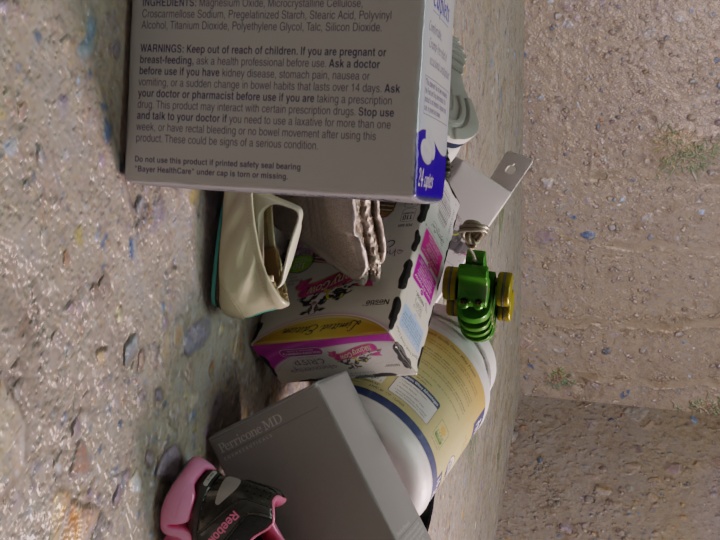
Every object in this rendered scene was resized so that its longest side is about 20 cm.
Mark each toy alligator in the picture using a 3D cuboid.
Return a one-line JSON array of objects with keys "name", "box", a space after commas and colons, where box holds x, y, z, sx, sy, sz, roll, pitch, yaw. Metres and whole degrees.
[{"name": "toy alligator", "box": [0.100, 0.022, 0.880, 0.200, 0.059, 0.054, 66, 32, -66]}]

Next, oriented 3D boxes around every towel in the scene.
[{"name": "towel", "box": [-0.039, -0.088, 0.784, 0.034, 0.133, 0.200, -32, 133, -27]}]

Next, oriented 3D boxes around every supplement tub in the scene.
[{"name": "supplement tub", "box": [0.034, 0.128, 0.933, 0.200, 0.144, 0.145, -43, 138, -50]}]

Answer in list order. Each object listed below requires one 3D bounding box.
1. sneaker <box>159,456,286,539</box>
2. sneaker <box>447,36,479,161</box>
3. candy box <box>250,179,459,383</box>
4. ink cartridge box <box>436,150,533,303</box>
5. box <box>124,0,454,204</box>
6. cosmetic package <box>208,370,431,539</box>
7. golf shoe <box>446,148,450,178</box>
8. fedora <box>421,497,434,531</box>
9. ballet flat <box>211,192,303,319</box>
[{"name": "sneaker", "box": [-0.086, 0.230, 0.736, 0.079, 0.095, 0.200, -65, 157, -59]}, {"name": "sneaker", "box": [0.051, -0.162, 0.920, 0.200, 0.076, 0.081, -90, -156, -45]}, {"name": "candy box", "box": [0.000, 0.000, 0.896, 0.061, 0.136, 0.200, 57, 37, -39]}, {"name": "ink cartridge box", "box": [0.094, -0.060, 1.106, 0.200, 0.068, 0.115, -56, -169, 6]}, {"name": "box", "box": [-0.038, -0.147, 0.625, 0.105, 0.184, 0.200, -12, 106, -74]}, {"name": "cosmetic package", "box": [-0.021, 0.189, 0.787, 0.200, 0.107, 0.090, 60, 14, 4]}, {"name": "golf shoe", "box": [0.004, -0.148, 0.829, 0.200, 0.077, 0.088, 48, 20, -5]}, {"name": "fedora", "box": [0.040, 0.246, 1.249, 0.201, 0.092, 0.201, 4, 90, -76]}, {"name": "ballet flat", "box": [-0.074, -0.063, 0.752, 0.069, 0.069, 0.200, -35, 128, -72]}]
